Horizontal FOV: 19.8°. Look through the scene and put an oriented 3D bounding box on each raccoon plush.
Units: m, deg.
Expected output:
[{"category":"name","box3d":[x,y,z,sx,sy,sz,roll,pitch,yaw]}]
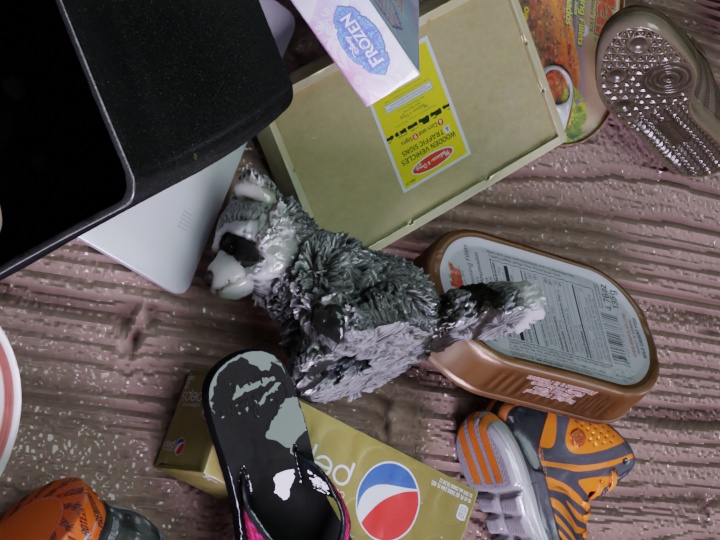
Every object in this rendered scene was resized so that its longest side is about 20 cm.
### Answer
[{"category":"raccoon plush","box3d":[0.000,0.000,1.273,0.199,0.097,0.135,-5,58,-35]}]

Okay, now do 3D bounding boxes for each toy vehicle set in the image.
[{"category":"toy vehicle set","box3d":[0.032,-0.097,1.333,0.199,0.026,0.125,-30,111,-22]}]

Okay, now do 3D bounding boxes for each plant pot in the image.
[{"category":"plant pot","box3d":[-0.156,-0.117,1.123,0.177,0.199,0.201,-20,87,-47]}]

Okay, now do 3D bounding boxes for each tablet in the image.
[{"category":"tablet","box3d":[-0.122,-0.102,1.262,0.130,0.014,0.201,31,70,-30]}]

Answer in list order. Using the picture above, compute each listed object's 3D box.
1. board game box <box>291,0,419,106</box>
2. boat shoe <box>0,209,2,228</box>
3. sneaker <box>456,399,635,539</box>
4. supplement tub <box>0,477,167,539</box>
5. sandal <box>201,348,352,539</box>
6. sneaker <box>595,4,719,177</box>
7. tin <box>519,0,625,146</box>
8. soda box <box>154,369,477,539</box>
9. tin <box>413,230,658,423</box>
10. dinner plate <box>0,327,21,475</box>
[{"category":"board game box","box3d":[-0.033,-0.221,1.239,0.200,0.041,0.200,54,17,-20]},{"category":"boat shoe","box3d":[-0.257,-0.030,1.050,0.068,0.199,0.073,-30,111,-36]},{"category":"sneaker","box3d":[0.146,0.173,1.398,0.111,0.077,0.202,-22,100,-33]},{"category":"supplement tub","box3d":[-0.132,0.221,1.172,0.123,0.122,0.200,-49,114,-27]},{"category":"sandal","box3d":[-0.041,0.143,1.211,0.075,0.045,0.202,-27,110,-25]},{"category":"sneaker","box3d":[0.208,-0.140,1.443,0.200,0.070,0.076,49,32,-54]},{"category":"tin","box3d":[0.133,-0.185,1.433,0.111,0.042,0.202,9,83,-31]},{"category":"soda box","box3d":[-0.026,0.131,1.287,0.199,0.064,0.068,29,73,-30]},{"category":"tin","box3d":[0.116,0.036,1.375,0.199,0.042,0.113,15,44,-32]},{"category":"dinner plate","box3d":[-0.276,0.085,1.096,0.199,0.024,0.202,-18,127,-25]}]
